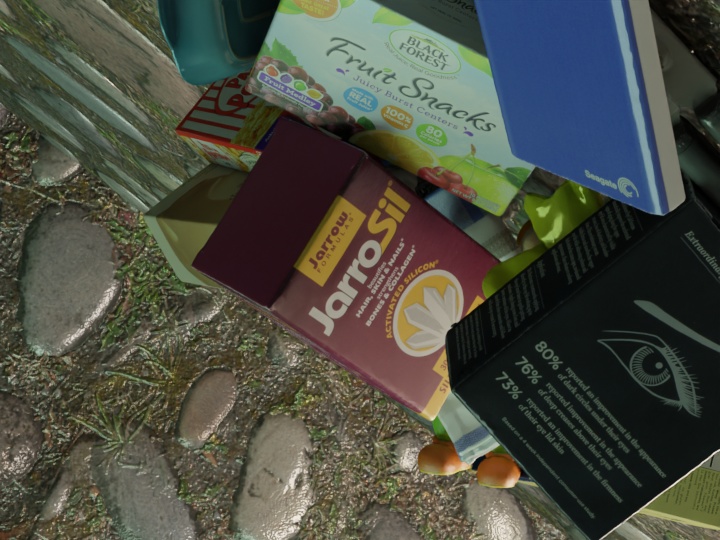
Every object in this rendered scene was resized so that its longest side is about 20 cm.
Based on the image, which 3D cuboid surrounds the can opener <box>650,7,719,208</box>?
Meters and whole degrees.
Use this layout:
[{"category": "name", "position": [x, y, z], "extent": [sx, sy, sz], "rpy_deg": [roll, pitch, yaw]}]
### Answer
[{"category": "can opener", "position": [0.207, -0.090, 1.098], "extent": [0.200, 0.053, 0.067], "rpy_deg": [43, -156, -19]}]

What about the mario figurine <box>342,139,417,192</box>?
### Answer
[{"category": "mario figurine", "position": [0.030, -0.099, 1.442], "extent": [0.106, 0.124, 0.200], "rpy_deg": [-1, 174, -38]}]

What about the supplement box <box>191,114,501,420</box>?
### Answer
[{"category": "supplement box", "position": [0.000, 0.000, 1.305], "extent": [0.200, 0.131, 0.103], "rpy_deg": [35, 175, -42]}]

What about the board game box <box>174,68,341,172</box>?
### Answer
[{"category": "board game box", "position": [-0.053, -0.146, 1.442], "extent": [0.046, 0.152, 0.200], "rpy_deg": [42, 169, -25]}]

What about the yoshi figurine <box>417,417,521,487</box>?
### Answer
[{"category": "yoshi figurine", "position": [0.096, 0.073, 1.479], "extent": [0.112, 0.201, 0.112], "rpy_deg": [6, -176, -19]}]

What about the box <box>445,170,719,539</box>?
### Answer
[{"category": "box", "position": [0.175, 0.049, 1.169], "extent": [0.148, 0.200, 0.104], "rpy_deg": [48, -167, -14]}]

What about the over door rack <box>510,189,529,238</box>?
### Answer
[{"category": "over door rack", "position": [0.179, -0.005, 1.506], "extent": [0.200, 0.067, 0.148], "rpy_deg": [38, 170, 0]}]

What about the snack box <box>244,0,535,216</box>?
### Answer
[{"category": "snack box", "position": [0.036, -0.132, 1.209], "extent": [0.200, 0.053, 0.142], "rpy_deg": [25, 144, -3]}]

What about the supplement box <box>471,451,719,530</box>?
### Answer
[{"category": "supplement box", "position": [0.229, 0.139, 1.598], "extent": [0.199, 0.135, 0.200], "rpy_deg": [15, 174, -9]}]

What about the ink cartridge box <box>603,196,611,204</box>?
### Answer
[{"category": "ink cartridge box", "position": [0.266, 0.019, 1.331], "extent": [0.145, 0.048, 0.200], "rpy_deg": [30, 166, 36]}]

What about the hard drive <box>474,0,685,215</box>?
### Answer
[{"category": "hard drive", "position": [0.116, -0.136, 1.036], "extent": [0.132, 0.025, 0.200], "rpy_deg": [28, 145, 46]}]

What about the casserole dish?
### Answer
[{"category": "casserole dish", "position": [-0.081, -0.201, 1.285], "extent": [0.039, 0.121, 0.200], "rpy_deg": [1, -163, 22]}]

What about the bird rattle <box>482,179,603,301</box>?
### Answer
[{"category": "bird rattle", "position": [0.186, 0.011, 1.299], "extent": [0.200, 0.113, 0.163], "rpy_deg": [27, -174, -15]}]

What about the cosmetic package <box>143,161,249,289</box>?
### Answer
[{"category": "cosmetic package", "position": [-0.078, -0.038, 1.448], "extent": [0.200, 0.105, 0.071], "rpy_deg": [6, 131, 56]}]

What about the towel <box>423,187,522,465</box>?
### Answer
[{"category": "towel", "position": [0.083, 0.038, 1.424], "extent": [0.024, 0.147, 0.200], "rpy_deg": [-22, -100, -55]}]

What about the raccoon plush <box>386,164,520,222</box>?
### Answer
[{"category": "raccoon plush", "position": [0.063, -0.084, 1.507], "extent": [0.200, 0.097, 0.134], "rpy_deg": [-24, 81, 50]}]
